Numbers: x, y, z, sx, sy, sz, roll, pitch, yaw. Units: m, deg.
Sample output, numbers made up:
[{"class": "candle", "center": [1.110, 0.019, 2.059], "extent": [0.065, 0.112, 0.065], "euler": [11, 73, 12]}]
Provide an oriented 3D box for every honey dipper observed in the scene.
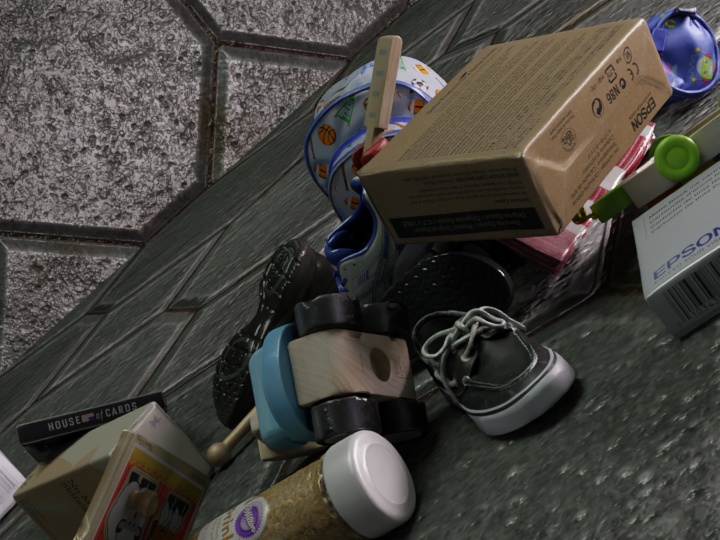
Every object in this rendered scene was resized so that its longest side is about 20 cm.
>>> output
[{"class": "honey dipper", "center": [-0.076, 0.110, 1.376], "extent": [0.200, 0.038, 0.038], "euler": [-46, 14, -19]}]

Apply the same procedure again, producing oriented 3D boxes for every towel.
[{"class": "towel", "center": [0.149, -0.092, 1.218], "extent": [0.200, 0.144, 0.023], "euler": [-49, -20, -36]}]

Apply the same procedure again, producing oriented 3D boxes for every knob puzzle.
[{"class": "knob puzzle", "center": [-0.169, 0.230, 1.043], "extent": [0.220, 0.030, 0.221], "euler": [18, -90, -73]}]

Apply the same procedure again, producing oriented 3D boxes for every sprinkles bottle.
[{"class": "sprinkles bottle", "center": [-0.056, 0.184, 0.991], "extent": [0.200, 0.068, 0.068], "euler": [-34, 14, 26]}]

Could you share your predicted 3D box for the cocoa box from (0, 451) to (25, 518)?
[{"class": "cocoa box", "center": [-0.553, 0.308, 1.839], "extent": [0.131, 0.134, 0.200], "euler": [-27, 18, 46]}]

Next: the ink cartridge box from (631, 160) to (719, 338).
[{"class": "ink cartridge box", "center": [0.271, -0.060, 0.949], "extent": [0.199, 0.041, 0.200], "euler": [-36, 13, 18]}]

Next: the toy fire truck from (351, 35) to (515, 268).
[{"class": "toy fire truck", "center": [0.063, -0.105, 1.301], "extent": [0.176, 0.200, 0.129], "euler": [-7, 34, 53]}]

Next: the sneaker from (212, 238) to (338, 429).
[{"class": "sneaker", "center": [-0.075, 0.073, 1.426], "extent": [0.201, 0.091, 0.076], "euler": [-61, 30, 1]}]

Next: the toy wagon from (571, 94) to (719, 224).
[{"class": "toy wagon", "center": [0.245, -0.090, 1.076], "extent": [0.200, 0.040, 0.155], "euler": [-38, -2, 11]}]

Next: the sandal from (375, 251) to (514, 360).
[{"class": "sandal", "center": [0.048, 0.038, 1.196], "extent": [0.200, 0.076, 0.048], "euler": [-31, -2, 35]}]

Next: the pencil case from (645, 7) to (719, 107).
[{"class": "pencil case", "center": [0.250, -0.186, 1.344], "extent": [0.200, 0.087, 0.078], "euler": [-11, 56, 67]}]

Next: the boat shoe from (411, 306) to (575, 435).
[{"class": "boat shoe", "center": [0.085, 0.060, 1.009], "extent": [0.074, 0.068, 0.199], "euler": [-41, 12, -4]}]

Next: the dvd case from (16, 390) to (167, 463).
[{"class": "dvd case", "center": [-0.280, 0.167, 1.521], "extent": [0.150, 0.025, 0.200], "euler": [-13, -10, -11]}]

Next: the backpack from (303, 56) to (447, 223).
[{"class": "backpack", "center": [0.036, -0.114, 1.468], "extent": [0.200, 0.191, 0.154], "euler": [-34, 14, 20]}]

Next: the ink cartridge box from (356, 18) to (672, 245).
[{"class": "ink cartridge box", "center": [0.122, -0.106, 1.111], "extent": [0.164, 0.075, 0.200], "euler": [-3, 34, 46]}]

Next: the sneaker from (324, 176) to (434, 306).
[{"class": "sneaker", "center": [0.000, 0.000, 1.243], "extent": [0.075, 0.088, 0.201], "euler": [51, 129, 52]}]

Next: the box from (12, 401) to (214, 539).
[{"class": "box", "center": [-0.242, 0.206, 1.393], "extent": [0.200, 0.095, 0.078], "euler": [-28, 17, 47]}]

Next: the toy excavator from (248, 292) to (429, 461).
[{"class": "toy excavator", "center": [-0.040, 0.098, 1.089], "extent": [0.199, 0.100, 0.194], "euler": [-20, -18, 30]}]
